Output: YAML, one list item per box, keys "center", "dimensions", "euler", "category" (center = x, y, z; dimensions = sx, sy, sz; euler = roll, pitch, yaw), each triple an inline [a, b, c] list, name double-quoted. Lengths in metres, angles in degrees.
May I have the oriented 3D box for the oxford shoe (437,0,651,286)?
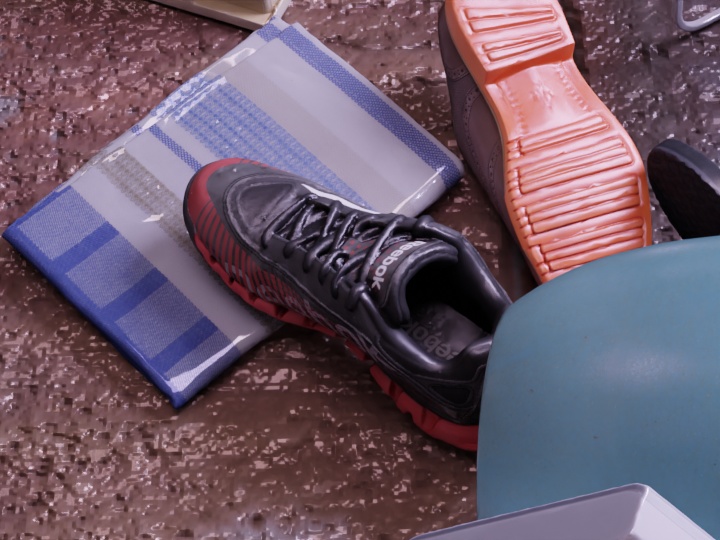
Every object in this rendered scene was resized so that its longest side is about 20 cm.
- center: [0.090, -0.055, 0.971]
  dimensions: [0.071, 0.073, 0.200]
  euler: [-11, 73, -17]
  category: "oxford shoe"

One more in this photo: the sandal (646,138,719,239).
- center: [0.218, 0.004, 0.914]
  dimensions: [0.200, 0.075, 0.048]
  euler: [42, 71, 17]
  category: "sandal"

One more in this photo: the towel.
- center: [-0.063, -0.035, 0.986]
  dimensions: [0.200, 0.024, 0.147]
  euler: [-40, 64, -20]
  category: "towel"

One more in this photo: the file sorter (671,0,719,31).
- center: [0.264, -0.125, 0.961]
  dimensions: [0.124, 0.139, 0.200]
  euler: [-30, 58, -14]
  category: "file sorter"

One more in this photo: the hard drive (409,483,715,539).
- center: [0.123, 0.151, 0.715]
  dimensions: [0.200, 0.132, 0.027]
  euler: [38, 55, -22]
  category: "hard drive"

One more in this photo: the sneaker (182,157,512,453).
- center: [0.000, 0.000, 0.897]
  dimensions: [0.200, 0.098, 0.071]
  euler: [36, 69, 16]
  category: "sneaker"

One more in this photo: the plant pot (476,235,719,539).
- center: [0.137, 0.077, 0.797]
  dimensions: [0.161, 0.201, 0.201]
  euler: [2, 54, 16]
  category: "plant pot"

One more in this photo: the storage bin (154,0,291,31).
- center: [-0.102, -0.259, 1.105]
  dimensions: [0.198, 0.094, 0.200]
  euler: [18, 58, 16]
  category: "storage bin"
